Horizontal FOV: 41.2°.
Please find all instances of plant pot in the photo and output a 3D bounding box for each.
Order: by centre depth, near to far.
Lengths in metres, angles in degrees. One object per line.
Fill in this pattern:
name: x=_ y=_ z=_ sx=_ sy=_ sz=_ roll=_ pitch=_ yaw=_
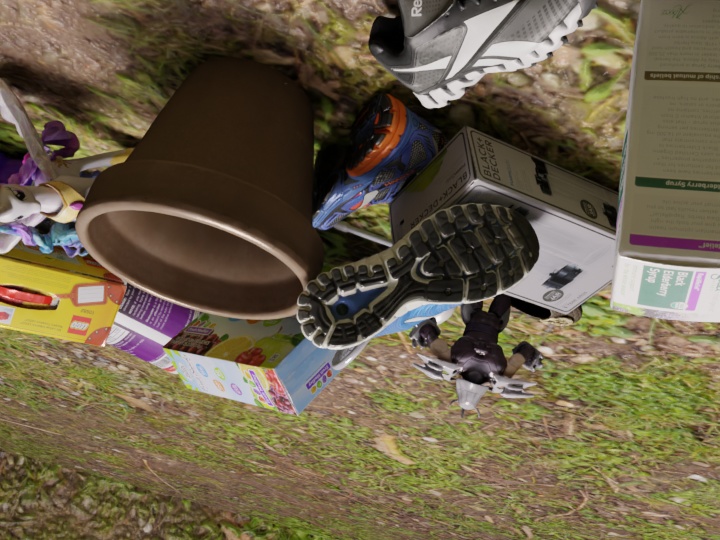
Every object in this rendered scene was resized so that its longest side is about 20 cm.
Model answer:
plant pot: x=-0.116 y=-0.076 z=0.807 sx=0.199 sy=0.175 sz=0.200 roll=11 pitch=155 yaw=5

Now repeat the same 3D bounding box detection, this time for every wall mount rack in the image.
wall mount rack: x=0.000 y=0.000 z=0.923 sx=0.075 sy=0.200 sz=0.174 roll=41 pitch=157 yaw=-11

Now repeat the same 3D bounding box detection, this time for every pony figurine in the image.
pony figurine: x=-0.283 y=-0.083 z=0.891 sx=0.199 sy=0.167 sz=0.193 roll=-4 pitch=-155 yaw=-35

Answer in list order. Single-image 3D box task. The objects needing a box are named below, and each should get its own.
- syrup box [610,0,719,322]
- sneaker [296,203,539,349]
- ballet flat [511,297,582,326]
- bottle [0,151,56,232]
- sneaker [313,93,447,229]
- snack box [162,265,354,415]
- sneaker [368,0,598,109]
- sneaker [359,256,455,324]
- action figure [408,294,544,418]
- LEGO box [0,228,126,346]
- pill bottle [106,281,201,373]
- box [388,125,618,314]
syrup box: x=0.209 y=-0.075 z=0.612 sx=0.081 sy=0.201 sz=0.079 roll=6 pitch=155 yaw=15
sneaker: x=0.046 y=0.004 z=0.768 sx=0.199 sy=0.079 sz=0.089 roll=-20 pitch=176 yaw=1
ballet flat: x=0.156 y=0.022 z=1.024 sx=0.199 sy=0.047 sz=0.067 roll=27 pitch=153 yaw=-26
bottle: x=-0.355 y=-0.081 z=1.049 sx=0.199 sy=0.066 sz=0.084 roll=21 pitch=163 yaw=-14
sneaker: x=0.009 y=-0.081 z=0.858 sx=0.078 sy=0.076 sz=0.200 roll=18 pitch=157 yaw=-21
snack box: x=-0.089 y=0.065 z=1.035 sx=0.200 sy=0.169 sz=0.068 roll=6 pitch=130 yaw=46
sneaker: x=0.074 y=-0.172 z=0.638 sx=0.090 sy=0.067 sz=0.200 roll=25 pitch=155 yaw=-27
sneaker: x=0.009 y=0.021 z=1.092 sx=0.199 sy=0.075 sz=0.089 roll=-11 pitch=133 yaw=33
action figure: x=0.118 y=0.047 z=0.914 sx=0.130 sy=0.201 sz=0.069 roll=18 pitch=155 yaw=-8
LEGO box: x=-0.373 y=0.001 z=1.019 sx=0.199 sy=0.077 sz=0.149 roll=16 pitch=-168 yaw=-35
pill bottle: x=-0.290 y=0.048 z=1.234 sx=0.200 sy=0.113 sz=0.112 roll=32 pitch=150 yaw=-33
box: x=0.137 y=-0.038 z=0.826 sx=0.199 sy=0.060 sz=0.117 roll=17 pitch=139 yaw=-28
